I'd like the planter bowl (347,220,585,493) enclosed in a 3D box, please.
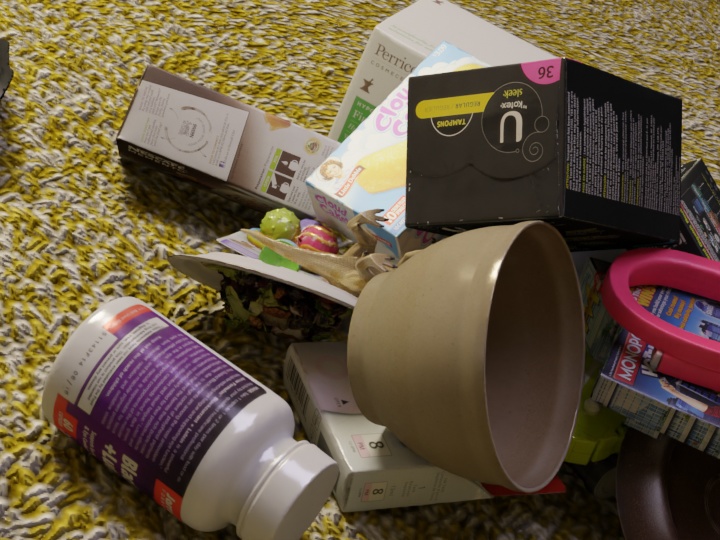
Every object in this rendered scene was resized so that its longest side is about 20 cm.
[{"bbox_3d":[0.074,0.062,1.185,0.135,0.201,0.200,1,16,29],"label":"planter bowl"}]

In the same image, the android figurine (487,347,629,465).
[{"bbox_3d":[0.161,0.088,1.319,0.200,0.041,0.182,31,46,18],"label":"android figurine"}]

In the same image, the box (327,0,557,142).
[{"bbox_3d":[0.102,-0.176,1.738,0.199,0.171,0.200,29,27,10],"label":"box"}]

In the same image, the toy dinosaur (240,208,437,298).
[{"bbox_3d":[0.000,0.000,1.280,0.200,0.101,0.058,20,54,-10],"label":"toy dinosaur"}]

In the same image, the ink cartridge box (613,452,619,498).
[{"bbox_3d":[0.261,0.128,1.421,0.146,0.084,0.200,2,35,-36],"label":"ink cartridge box"}]

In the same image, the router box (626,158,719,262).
[{"bbox_3d":[0.319,0.010,1.425,0.200,0.062,0.150,59,28,-2],"label":"router box"}]

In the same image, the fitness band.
[{"bbox_3d":[0.288,0.043,1.247,0.200,0.037,0.144,18,32,1],"label":"fitness band"}]

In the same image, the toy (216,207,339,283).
[{"bbox_3d":[-0.056,-0.025,1.417,0.115,0.047,0.200,26,10,2],"label":"toy"}]

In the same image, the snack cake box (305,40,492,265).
[{"bbox_3d":[0.060,-0.105,1.430,0.115,0.067,0.200,33,69,28],"label":"snack cake box"}]

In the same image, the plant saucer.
[{"bbox_3d":[0.290,0.196,1.269,0.200,0.032,0.200,16,62,-32],"label":"plant saucer"}]

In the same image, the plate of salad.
[{"bbox_3d":[-0.067,0.031,1.288,0.200,0.048,0.200,19,-10,3],"label":"plate of salad"}]

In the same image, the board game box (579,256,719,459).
[{"bbox_3d":[0.256,0.074,1.273,0.200,0.062,0.200,23,35,11],"label":"board game box"}]

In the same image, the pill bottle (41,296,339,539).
[{"bbox_3d":[-0.118,0.115,1.111,0.200,0.112,0.111,33,28,17],"label":"pill bottle"}]

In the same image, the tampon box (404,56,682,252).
[{"bbox_3d":[0.152,-0.089,1.272,0.150,0.126,0.200,-3,-7,37],"label":"tampon box"}]

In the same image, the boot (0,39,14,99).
[{"bbox_3d":[-0.410,-0.188,1.445,0.158,0.080,0.211,21,16,-21],"label":"boot"}]

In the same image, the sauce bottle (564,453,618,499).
[{"bbox_3d":[0.162,0.121,1.378,0.065,0.065,0.200,1,36,-37],"label":"sauce bottle"}]

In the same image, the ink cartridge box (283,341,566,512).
[{"bbox_3d":[0.053,0.120,1.277,0.200,0.057,0.163,-5,36,-20],"label":"ink cartridge box"}]

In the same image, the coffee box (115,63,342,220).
[{"bbox_3d":[-0.127,-0.116,1.500,0.200,0.080,0.114,22,-8,-6],"label":"coffee box"}]

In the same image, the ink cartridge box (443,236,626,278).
[{"bbox_3d":[0.139,-0.045,1.502,0.145,0.145,0.200,-41,55,-14],"label":"ink cartridge box"}]
